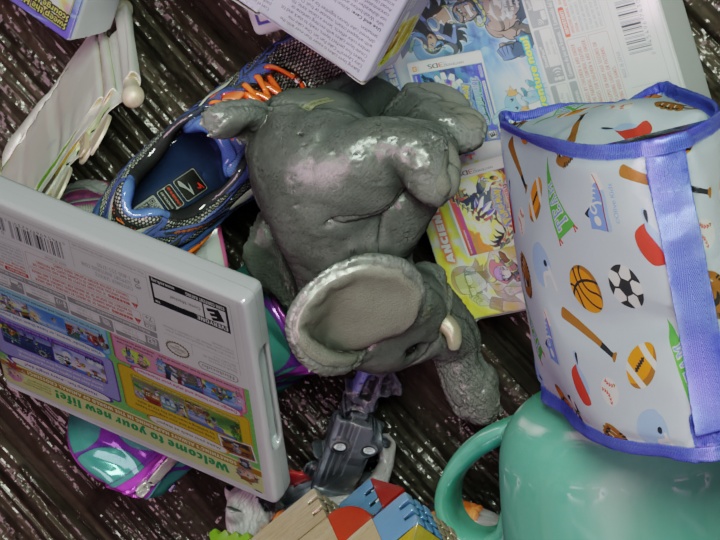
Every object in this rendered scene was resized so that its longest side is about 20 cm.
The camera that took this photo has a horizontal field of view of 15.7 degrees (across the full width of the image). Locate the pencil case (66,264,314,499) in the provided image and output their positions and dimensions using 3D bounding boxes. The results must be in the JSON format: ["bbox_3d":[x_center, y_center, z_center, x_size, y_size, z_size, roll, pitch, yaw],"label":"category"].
[{"bbox_3d":[-0.088,0.065,1.606,0.200,0.085,0.093,-38,48,31],"label":"pencil case"}]

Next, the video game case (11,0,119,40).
[{"bbox_3d":[-0.204,-0.265,1.543,0.200,0.045,0.182,35,119,21],"label":"video game case"}]

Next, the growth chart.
[{"bbox_3d":[-0.187,-0.072,1.581,0.018,0.145,0.200,27,122,-23],"label":"growth chart"}]

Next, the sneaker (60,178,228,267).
[{"bbox_3d":[-0.171,-0.011,1.595,0.199,0.088,0.082,-7,98,51],"label":"sneaker"}]

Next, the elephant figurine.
[{"bbox_3d":[0.000,0.000,1.461,0.154,0.141,0.201,14,113,18],"label":"elephant figurine"}]

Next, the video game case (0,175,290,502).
[{"bbox_3d":[-0.135,0.038,1.512,0.199,0.022,0.183,21,143,22],"label":"video game case"}]

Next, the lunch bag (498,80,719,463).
[{"bbox_3d":[0.152,-0.001,1.340,0.123,0.200,0.171,-13,99,-5],"label":"lunch bag"}]

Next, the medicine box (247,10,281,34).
[{"bbox_3d":[0.008,-0.252,1.430,0.181,0.103,0.201,-11,104,28],"label":"medicine box"}]

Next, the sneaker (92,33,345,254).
[{"bbox_3d":[-0.072,-0.072,1.504,0.075,0.200,0.078,43,163,5],"label":"sneaker"}]

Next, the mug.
[{"bbox_3d":[0.138,0.118,1.476,0.184,0.152,0.115,-8,104,-6],"label":"mug"}]

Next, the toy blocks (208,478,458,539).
[{"bbox_3d":[0.005,0.189,1.486,0.137,0.200,0.100,-40,132,13],"label":"toy blocks"}]

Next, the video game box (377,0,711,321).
[{"bbox_3d":[0.110,-0.081,1.483,0.181,0.047,0.201,-11,104,27],"label":"video game box"}]

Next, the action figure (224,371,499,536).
[{"bbox_3d":[0.010,0.153,1.583,0.192,0.105,0.201,11,129,1],"label":"action figure"}]

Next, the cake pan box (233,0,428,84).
[{"bbox_3d":[-0.031,-0.226,1.370,0.199,0.052,0.185,33,118,9],"label":"cake pan box"}]
